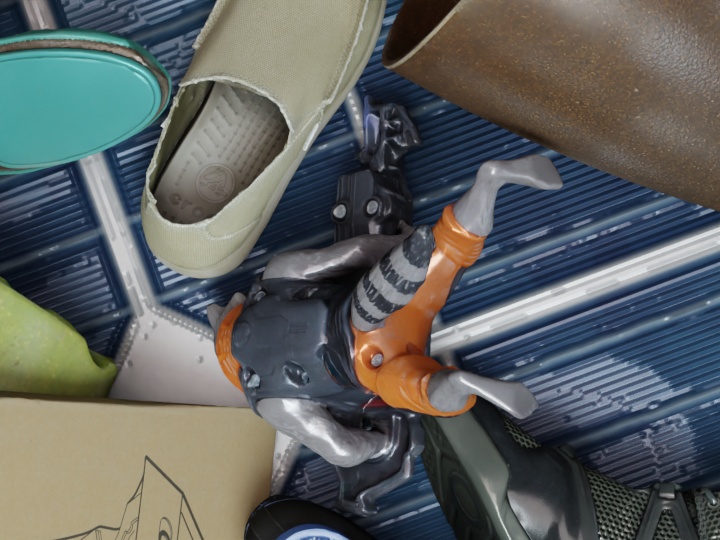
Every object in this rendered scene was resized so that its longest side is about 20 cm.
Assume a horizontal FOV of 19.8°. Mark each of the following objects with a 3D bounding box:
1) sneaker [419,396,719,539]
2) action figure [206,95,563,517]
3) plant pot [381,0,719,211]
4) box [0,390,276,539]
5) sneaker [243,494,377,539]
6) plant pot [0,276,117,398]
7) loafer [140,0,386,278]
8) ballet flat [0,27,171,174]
[{"bbox_3d":[0.113,0.114,0.948,0.114,0.076,0.199,-34,69,-20],"label":"sneaker"},{"bbox_3d":[0.000,0.000,0.916,0.104,0.193,0.200,14,66,-39],"label":"action figure"},{"bbox_3d":[0.143,-0.109,0.911,0.200,0.187,0.187,35,90,-10],"label":"plant pot"},{"bbox_3d":[-0.112,0.137,0.903,0.021,0.200,0.164,7,89,36],"label":"box"},{"bbox_3d":[0.022,0.177,0.955,0.070,0.078,0.200,-42,108,-2],"label":"sneaker"},{"bbox_3d":[-0.208,0.087,0.917,0.200,0.200,0.184,31,78,4],"label":"plant pot"},{"bbox_3d":[-0.043,-0.090,0.962,0.076,0.068,0.200,23,89,4],"label":"loafer"},{"bbox_3d":[-0.183,-0.076,0.965,0.200,0.070,0.067,-18,119,10],"label":"ballet flat"}]
